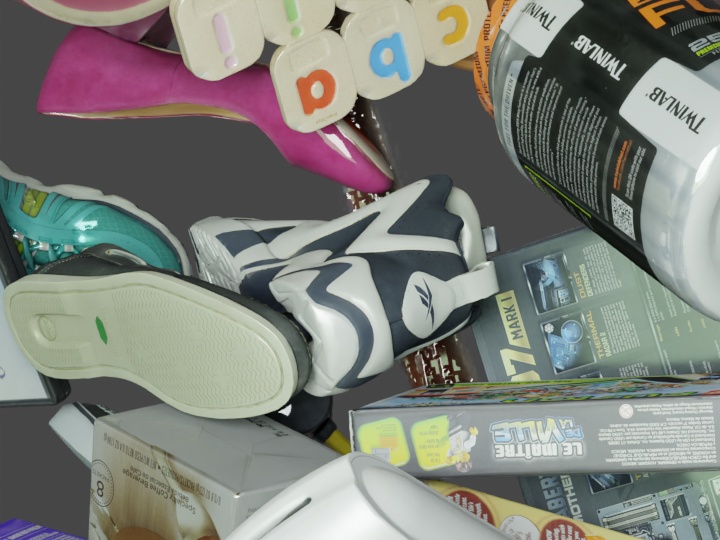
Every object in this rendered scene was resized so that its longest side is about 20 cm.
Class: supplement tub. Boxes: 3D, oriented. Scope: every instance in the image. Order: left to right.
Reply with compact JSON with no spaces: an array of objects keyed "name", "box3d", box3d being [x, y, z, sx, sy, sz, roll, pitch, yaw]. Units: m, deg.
[{"name":"supplement tub","box3d":[0.143,-0.069,1.264,0.200,0.122,0.123,41,107,49]}]

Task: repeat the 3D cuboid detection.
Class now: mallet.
[{"name":"mallet","box3d":[0.023,0.118,1.386,0.200,0.066,0.041,40,80,9]}]

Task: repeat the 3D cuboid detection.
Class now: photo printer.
[{"name":"photo printer","box3d":[0.010,0.177,1.209,0.199,0.070,0.166,33,111,-29]}]

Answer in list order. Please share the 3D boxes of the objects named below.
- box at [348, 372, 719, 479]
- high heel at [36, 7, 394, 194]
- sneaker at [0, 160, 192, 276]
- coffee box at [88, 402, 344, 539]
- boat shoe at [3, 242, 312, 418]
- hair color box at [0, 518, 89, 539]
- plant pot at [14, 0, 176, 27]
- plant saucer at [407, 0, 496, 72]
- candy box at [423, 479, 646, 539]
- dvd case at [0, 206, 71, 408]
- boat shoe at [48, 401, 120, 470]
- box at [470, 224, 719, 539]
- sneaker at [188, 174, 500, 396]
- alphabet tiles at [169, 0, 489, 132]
[{"name":"box","box3d":[0.106,0.073,1.282,0.198,0.110,0.035,-3,93,21]},{"name":"high heel","box3d":[-0.076,-0.072,1.405,0.200,0.067,0.096,37,93,27]},{"name":"sneaker","box3d":[-0.186,-0.015,1.435,0.199,0.080,0.078,20,98,14]},{"name":"coffee box","box3d":[-0.070,0.175,1.304,0.114,0.079,0.202,22,115,45]},{"name":"boat shoe","box3d":[-0.091,0.023,1.316,0.199,0.067,0.072,10,118,46]},{"name":"hair color box","box3d":[-0.118,0.212,1.435,0.199,0.065,0.110,14,99,17]},{"name":"plant pot","box3d":[-0.147,-0.210,1.319,0.199,0.179,0.201,-10,120,-19]},{"name":"plant saucer","box3d":[0.072,-0.200,1.371,0.199,0.037,0.202,1,94,16]},{"name":"candy box","box3d":[0.104,0.181,1.309,0.199,0.055,0.116,17,128,-10]},{"name":"dvd case","box3d":[-0.254,0.011,1.435,0.199,0.018,0.144,-5,114,34]},{"name":"boat shoe","box3d":[-0.075,0.109,1.408,0.199,0.074,0.068,29,78,33]},{"name":"box","box3d":[0.151,0.070,1.352,0.157,0.051,0.201,-18,87,19]},{"name":"sneaker","box3d":[0.000,0.000,1.351,0.129,0.199,0.080,-18,100,-20]},{"name":"alphabet tiles","box3d":[-0.006,-0.172,1.293,0.199,0.015,0.197,-27,123,-17]}]
